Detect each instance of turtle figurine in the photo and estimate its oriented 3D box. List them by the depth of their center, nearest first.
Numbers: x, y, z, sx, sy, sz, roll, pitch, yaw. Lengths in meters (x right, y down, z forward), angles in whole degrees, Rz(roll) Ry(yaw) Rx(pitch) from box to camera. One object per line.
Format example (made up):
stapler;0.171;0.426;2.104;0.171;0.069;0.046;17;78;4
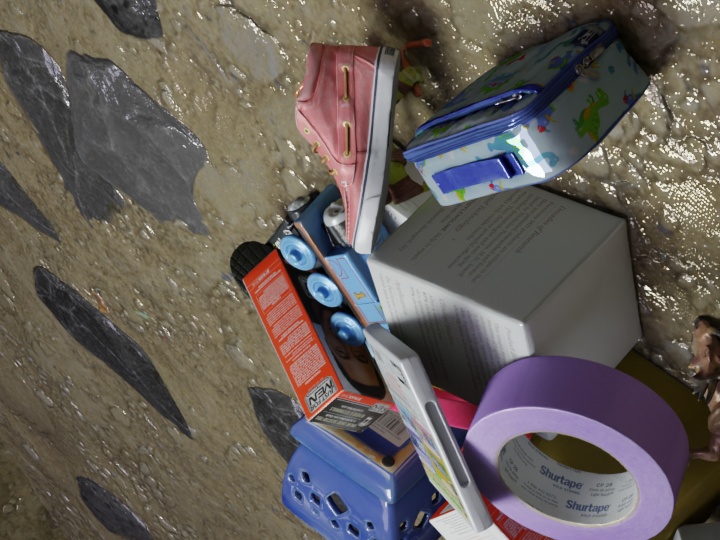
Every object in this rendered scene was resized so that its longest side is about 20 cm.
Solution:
turtle figurine;0.013;-0.145;1.478;0.200;0.064;0.162;-16;100;43

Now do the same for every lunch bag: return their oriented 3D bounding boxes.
lunch bag;0.139;-0.131;1.275;0.083;0.161;0.200;53;152;-14

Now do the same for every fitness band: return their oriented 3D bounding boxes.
fitness band;0.119;0.159;1.684;0.143;0.038;0.200;16;-178;44

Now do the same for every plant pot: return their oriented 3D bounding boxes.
plant pot;0.258;0.219;1.550;0.200;0.176;0.200;36;150;20
plant pot;0.029;0.235;1.875;0.200;0.200;0.180;31;143;27

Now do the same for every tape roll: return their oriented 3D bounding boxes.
tape roll;0.199;0.170;1.367;0.199;0.066;0.201;16;140;13

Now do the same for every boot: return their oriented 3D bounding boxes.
boot;-0.085;0.062;1.807;0.200;0.068;0.131;41;157;13

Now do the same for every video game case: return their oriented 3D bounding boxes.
video game case;0.063;0.148;1.450;0.183;0.022;0.200;66;173;-10

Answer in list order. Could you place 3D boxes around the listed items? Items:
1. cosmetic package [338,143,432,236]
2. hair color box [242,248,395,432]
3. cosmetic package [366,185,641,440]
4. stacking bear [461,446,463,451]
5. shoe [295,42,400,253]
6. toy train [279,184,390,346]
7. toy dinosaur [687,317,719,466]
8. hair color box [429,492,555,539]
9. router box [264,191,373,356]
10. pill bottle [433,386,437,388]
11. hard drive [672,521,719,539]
cosmetic package;0.024;-0.048;1.636;0.102;0.074;0.200;38;152;13
hair color box;-0.047;0.078;1.649;0.101;0.061;0.200;20;-144;-52
cosmetic package;0.146;0.028;1.467;0.200;0.166;0.168;24;145;37
stacking bear;0.169;0.259;1.757;0.200;0.121;0.114;65;-168;-53
shoe;-0.017;-0.119;1.421;0.091;0.071;0.201;7;104;6
toy train;0.000;0.000;1.576;0.114;0.087;0.200;-9;121;45
toy dinosaur;0.378;0.145;1.395;0.199;0.086;0.136;29;141;19
hair color box;0.176;0.300;1.514;0.200;0.064;0.111;49;151;-1
router box;-0.029;0.017;1.803;0.200;0.062;0.150;46;151;1
pill bottle;0.124;0.086;1.632;0.200;0.109;0.110;16;140;43
hard drive;0.386;0.324;1.583;0.200;0.131;0.027;93;171;-53
